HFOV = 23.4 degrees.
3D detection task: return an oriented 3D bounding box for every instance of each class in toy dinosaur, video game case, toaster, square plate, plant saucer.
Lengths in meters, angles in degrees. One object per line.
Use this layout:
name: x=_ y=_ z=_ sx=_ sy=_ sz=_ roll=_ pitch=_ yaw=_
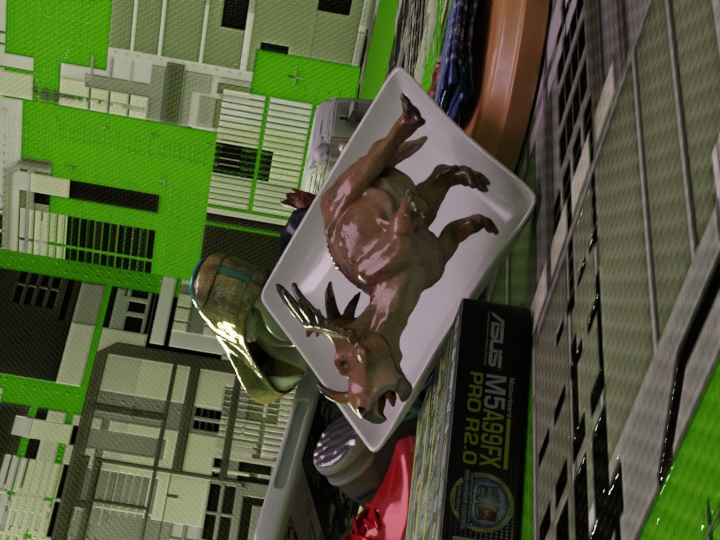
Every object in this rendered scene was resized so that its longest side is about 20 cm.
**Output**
toy dinosaur: x=0.006 y=-0.019 z=1.071 sx=0.135 sy=0.086 sz=0.200 roll=-38 pitch=34 yaw=25
video game case: x=-0.040 y=0.203 z=1.433 sx=0.200 sy=0.023 sz=0.182 roll=78 pitch=-159 yaw=-46
toaster: x=0.007 y=-0.082 z=1.715 sx=0.200 sy=0.129 sz=0.114 roll=103 pitch=176 yaw=-46
square plate: x=0.024 y=-0.010 z=1.162 sx=0.198 sy=0.028 sz=0.200 roll=-58 pitch=39 yaw=15
plant saucer: x=0.099 y=-0.147 z=1.237 sx=0.200 sy=0.032 sz=0.201 roll=-170 pitch=90 yaw=-86

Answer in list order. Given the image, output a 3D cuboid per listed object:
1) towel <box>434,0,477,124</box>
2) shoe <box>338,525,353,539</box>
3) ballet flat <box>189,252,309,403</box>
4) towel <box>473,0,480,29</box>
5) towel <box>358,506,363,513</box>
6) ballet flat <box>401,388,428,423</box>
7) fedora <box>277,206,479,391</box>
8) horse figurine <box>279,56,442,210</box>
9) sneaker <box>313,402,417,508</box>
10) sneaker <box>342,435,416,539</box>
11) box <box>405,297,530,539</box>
towel: x=0.079 y=-0.193 z=1.310 sx=0.145 sy=0.024 sz=0.201 roll=102 pitch=178 yaw=-71
shoe: x=-0.006 y=0.299 z=1.394 sx=0.091 sy=0.071 sz=0.201 roll=72 pitch=-145 yaw=-65
ballet flat: x=-0.070 y=0.053 z=1.338 sx=0.200 sy=0.070 sz=0.071 roll=62 pitch=-150 yaw=-56
towel: x=0.088 y=-0.173 z=1.442 sx=0.144 sy=0.023 sz=0.200 roll=-84 pitch=2 yaw=-46
towel: x=0.012 y=0.216 z=1.615 sx=0.200 sy=0.036 sz=0.149 roll=108 pitch=170 yaw=-58
ballet flat: x=0.055 y=0.019 z=1.341 sx=0.074 sy=0.074 sz=0.201 roll=119 pitch=158 yaw=-79
fedora: x=0.000 y=0.000 z=1.287 sx=0.200 sy=0.091 sz=0.201 roll=-24 pitch=58 yaw=46
horse figurine: x=0.016 y=-0.105 z=1.479 sx=0.200 sy=0.050 sz=0.133 roll=-46 pitch=16 yaw=11
sneaker: x=0.020 y=0.129 z=1.412 sx=0.075 sy=0.082 sz=0.200 roll=-27 pitch=18 yaw=31
sneaker: x=-0.009 y=0.217 z=1.298 sx=0.078 sy=0.115 sz=0.201 roll=-135 pitch=53 yaw=-84
box: x=0.058 y=0.142 z=1.032 sx=0.160 sy=0.044 sz=0.201 roll=104 pitch=175 yaw=-57
